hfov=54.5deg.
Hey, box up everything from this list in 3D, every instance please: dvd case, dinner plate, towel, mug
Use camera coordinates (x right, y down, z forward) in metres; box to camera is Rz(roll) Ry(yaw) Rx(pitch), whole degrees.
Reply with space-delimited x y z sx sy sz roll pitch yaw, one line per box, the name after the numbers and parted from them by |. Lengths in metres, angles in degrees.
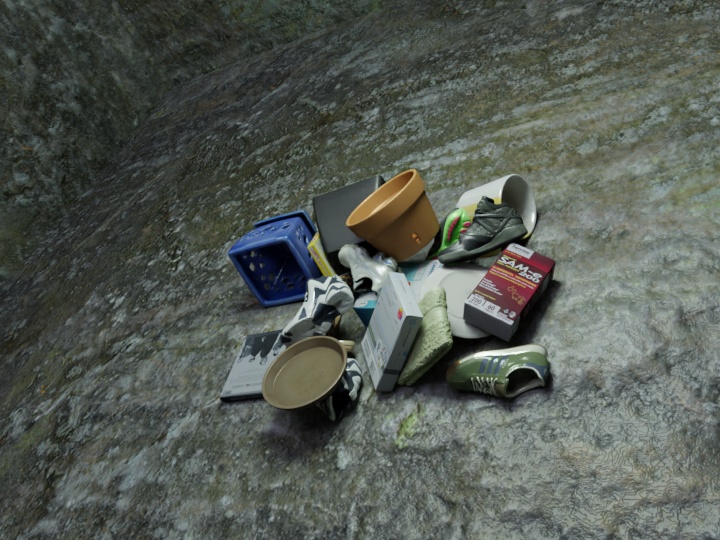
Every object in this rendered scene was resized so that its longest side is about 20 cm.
-0.249 0.230 1.712 0.150 0.025 0.200 -12 40 27 | dvd case
0.226 0.055 1.478 0.200 0.024 0.200 1 51 -1 | dinner plate
0.120 0.136 1.419 0.200 0.036 0.149 -50 36 47 | towel
0.297 -0.131 1.629 0.153 0.150 0.187 -6 22 45 | mug

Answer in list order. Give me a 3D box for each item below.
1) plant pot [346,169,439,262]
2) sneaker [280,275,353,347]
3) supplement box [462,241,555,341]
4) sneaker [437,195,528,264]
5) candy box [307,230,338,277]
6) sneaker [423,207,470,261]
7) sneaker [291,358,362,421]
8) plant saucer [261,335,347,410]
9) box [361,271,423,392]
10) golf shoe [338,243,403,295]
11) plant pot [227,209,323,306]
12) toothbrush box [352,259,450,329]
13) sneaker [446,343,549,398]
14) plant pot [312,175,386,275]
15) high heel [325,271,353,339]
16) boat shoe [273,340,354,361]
0.086 -0.114 1.594 0.200 0.140 0.200 -36 16 12 | plant pot
-0.109 0.085 1.628 0.199 0.079 0.130 -47 27 14 | sneaker
0.306 0.040 1.433 0.109 0.061 0.200 26 55 24 | supplement box
0.250 -0.088 1.521 0.199 0.076 0.114 -25 78 15 | sneaker
-0.088 -0.046 1.801 0.026 0.102 0.200 -26 12 12 | candy box
0.200 -0.058 1.620 0.200 0.077 0.084 -61 7 29 | sneaker
-0.090 0.270 1.486 0.199 0.080 0.130 -14 28 8 | sneaker
-0.115 0.220 1.480 0.200 0.030 0.200 -19 34 14 | plant saucer
0.062 0.127 1.464 0.041 0.200 0.156 7 31 -18 | box
0.000 0.000 1.612 0.200 0.078 0.097 17 63 51 | golf shoe
-0.201 -0.043 1.871 0.200 0.200 0.180 -12 33 28 | plant pot
0.106 0.058 1.595 0.200 0.085 0.147 -2 45 35 | toothbrush box
0.256 0.201 1.311 0.200 0.067 0.090 -17 32 16 | sneaker
0.004 -0.090 1.777 0.199 0.200 0.178 -17 48 21 | plant pot
-0.044 0.093 1.683 0.200 0.071 0.143 -48 37 -6 | high heel
-0.101 0.209 1.596 0.200 0.071 0.065 -20 71 17 | boat shoe
